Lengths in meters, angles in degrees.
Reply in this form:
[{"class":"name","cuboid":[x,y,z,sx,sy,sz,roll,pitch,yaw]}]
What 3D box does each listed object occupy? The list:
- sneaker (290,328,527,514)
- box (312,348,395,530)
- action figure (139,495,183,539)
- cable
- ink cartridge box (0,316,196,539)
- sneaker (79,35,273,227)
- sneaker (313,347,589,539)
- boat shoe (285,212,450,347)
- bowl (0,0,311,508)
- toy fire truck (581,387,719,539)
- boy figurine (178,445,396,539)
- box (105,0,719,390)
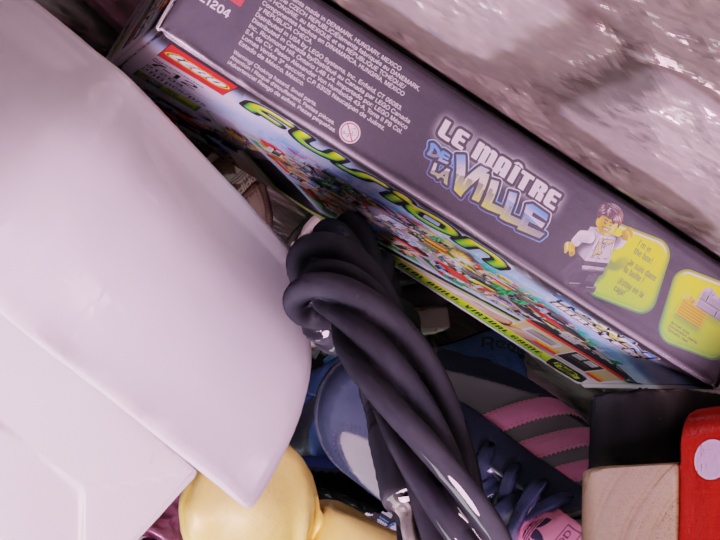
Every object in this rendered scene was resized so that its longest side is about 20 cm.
[{"class":"sneaker","cuboid":[0.003,0.063,0.950,0.066,0.079,0.200,28,157,-33]},{"class":"box","cuboid":[-0.054,0.091,1.094,0.200,0.159,0.046,33,173,-18]},{"class":"action figure","cuboid":[-0.088,0.128,0.956,0.134,0.149,0.201,19,132,47]},{"class":"cable","cuboid":[0.013,0.061,0.649,0.200,0.051,0.164,-106,-7,-75]},{"class":"ink cartridge box","cuboid":[-0.157,0.032,0.806,0.116,0.067,0.200,45,174,-34]},{"class":"sneaker","cuboid":[-0.115,-0.066,0.822,0.199,0.070,0.076,29,145,17]},{"class":"sneaker","cuboid":[0.064,0.084,0.766,0.199,0.070,0.082,25,-172,16]},{"class":"boat shoe","cuboid":[0.000,0.000,0.834,0.067,0.057,0.200,-5,178,-8]},{"class":"bowl","cuboid":[-0.102,-0.030,0.655,0.200,0.075,0.200,39,175,35]},{"class":"toy fire truck","cuboid":[0.184,0.104,0.624,0.199,0.129,0.176,-9,162,40]},{"class":"boy figurine","cuboid":[-0.010,0.125,0.920,0.124,0.065,0.200,-4,151,47]},{"class":"box","cuboid":[0.018,-0.028,0.661,0.200,0.035,0.110,32,170,-12]}]
